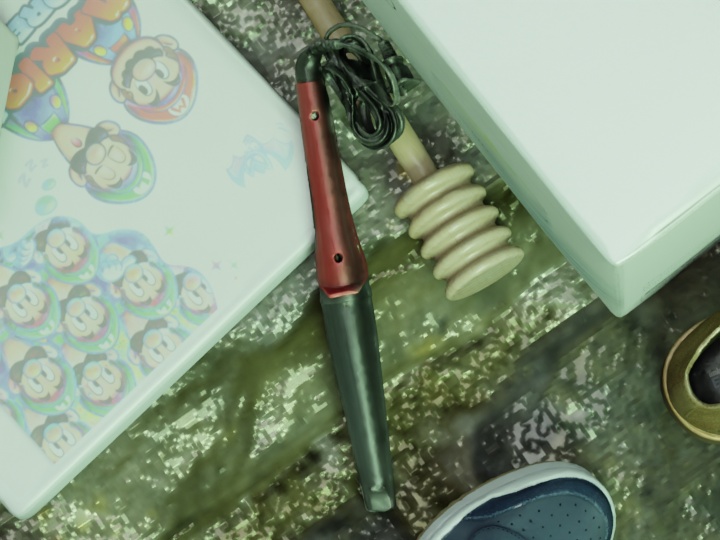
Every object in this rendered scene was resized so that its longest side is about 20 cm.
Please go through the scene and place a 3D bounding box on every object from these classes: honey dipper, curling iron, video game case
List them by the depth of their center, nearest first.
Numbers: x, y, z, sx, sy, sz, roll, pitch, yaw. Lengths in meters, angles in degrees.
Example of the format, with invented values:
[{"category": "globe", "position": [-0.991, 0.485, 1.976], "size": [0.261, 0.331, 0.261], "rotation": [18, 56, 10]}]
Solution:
[{"category": "curling iron", "position": [0.000, 0.000, 1.033], "size": [0.050, 0.026, 0.200], "rotation": [2, 98, 32]}, {"category": "honey dipper", "position": [0.002, -0.081, 1.059], "size": [0.038, 0.038, 0.200], "rotation": [-30, 79, 1]}, {"category": "video game case", "position": [-0.129, -0.029, 1.070], "size": [0.200, 0.024, 0.182], "rotation": [-43, 82, -1]}]

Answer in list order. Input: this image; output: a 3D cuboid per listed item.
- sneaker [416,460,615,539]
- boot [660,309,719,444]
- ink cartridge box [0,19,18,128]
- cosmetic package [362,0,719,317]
[{"category": "sneaker", "position": [0.035, 0.159, 0.976], "size": [0.200, 0.108, 0.070], "rotation": [-40, 111, -8]}, {"category": "boot", "position": [0.212, 0.007, 1.009], "size": [0.200, 0.075, 0.074], "rotation": [-31, 80, 0]}, {"category": "ink cartridge box", "position": [-0.255, -0.090, 1.010], "size": [0.200, 0.144, 0.084], "rotation": [9, 76, 16]}, {"category": "cosmetic package", "position": [0.081, -0.101, 0.970], "size": [0.123, 0.200, 0.199], "rotation": [-38, 81, 0]}]
